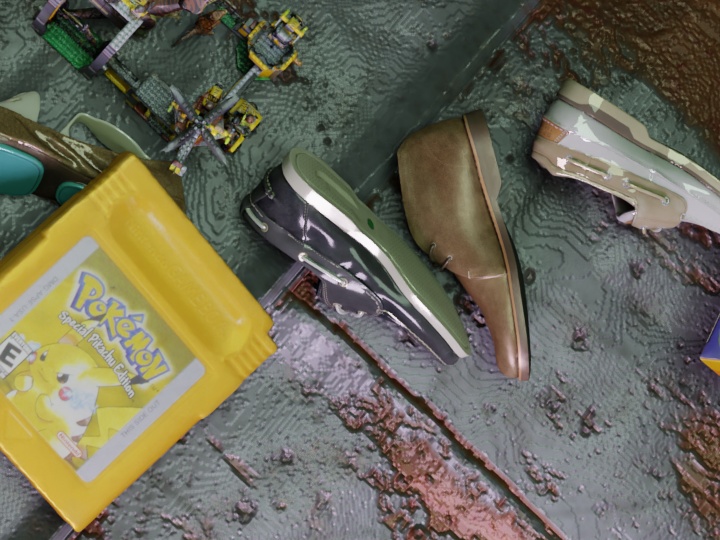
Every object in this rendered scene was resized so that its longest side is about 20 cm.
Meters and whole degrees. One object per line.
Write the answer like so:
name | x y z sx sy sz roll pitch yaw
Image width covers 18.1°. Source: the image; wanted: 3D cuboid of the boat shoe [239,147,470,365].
boat shoe | 0.000 0.000 1.633 0.068 0.072 0.200 -42 106 18

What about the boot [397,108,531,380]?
boot | 0.079 -0.012 1.658 0.075 0.074 0.201 -15 83 0

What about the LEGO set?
LEGO set | -0.129 -0.175 1.576 0.154 0.116 0.200 -41 96 -18

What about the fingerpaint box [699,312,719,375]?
fingerpaint box | 0.365 0.022 1.703 0.167 0.073 0.201 38 72 -33

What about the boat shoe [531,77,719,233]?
boat shoe | 0.216 -0.064 1.704 0.199 0.075 0.069 32 94 -13

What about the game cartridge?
game cartridge | -0.176 0.049 1.546 0.200 0.032 0.177 -42 108 -7

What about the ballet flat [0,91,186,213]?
ballet flat | -0.212 -0.082 1.572 0.199 0.068 0.073 19 58 -15
